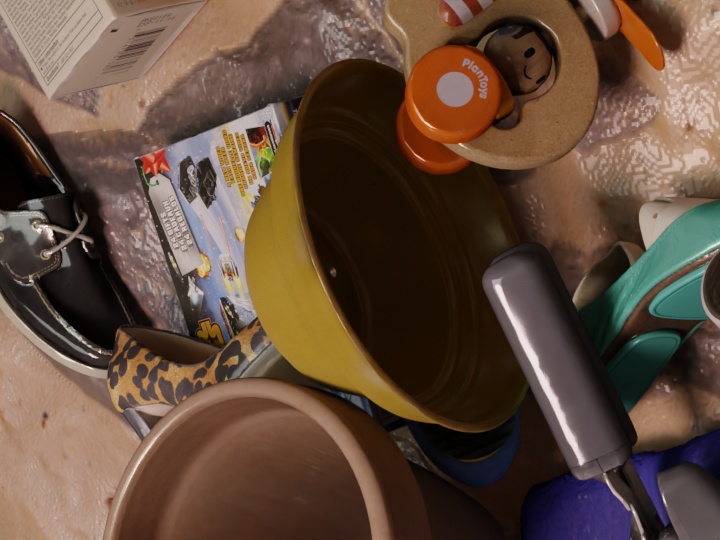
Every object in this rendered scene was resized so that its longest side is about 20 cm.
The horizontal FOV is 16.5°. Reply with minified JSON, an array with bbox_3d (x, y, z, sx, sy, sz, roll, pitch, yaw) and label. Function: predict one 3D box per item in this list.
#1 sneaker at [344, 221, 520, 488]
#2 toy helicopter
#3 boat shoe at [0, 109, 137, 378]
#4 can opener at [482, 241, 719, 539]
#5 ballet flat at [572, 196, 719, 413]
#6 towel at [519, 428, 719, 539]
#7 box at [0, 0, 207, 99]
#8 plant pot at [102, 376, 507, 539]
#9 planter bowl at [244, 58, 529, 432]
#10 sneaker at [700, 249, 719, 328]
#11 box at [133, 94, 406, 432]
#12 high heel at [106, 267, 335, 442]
[{"bbox_3d":[0.034,0.027,1.362,0.078,0.066,0.200,79,172,-70],"label":"sneaker"},{"bbox_3d":[0.074,-0.149,1.240,0.079,0.132,0.200,106,155,-77],"label":"toy helicopter"},{"bbox_3d":[-0.202,-0.018,1.580,0.200,0.072,0.068,55,138,20],"label":"boat shoe"},{"bbox_3d":[0.131,0.074,1.217,0.067,0.053,0.200,-25,95,15],"label":"can opener"},{"bbox_3d":[0.149,0.005,1.240,0.200,0.067,0.070,-48,53,41],"label":"ballet flat"},{"bbox_3d":[0.176,0.161,1.279,0.200,0.050,0.148,-22,81,47],"label":"towel"},{"bbox_3d":[-0.187,-0.214,1.494,0.095,0.078,0.200,-41,73,45],"label":"box"},{"bbox_3d":[-0.009,0.166,1.301,0.200,0.175,0.201,-10,73,38],"label":"plant pot"},{"bbox_3d":[0.000,0.000,1.265,0.083,0.200,0.201,-25,85,32],"label":"planter bowl"},{"bbox_3d":[0.264,0.006,1.134,0.200,0.085,0.073,-8,58,31],"label":"sneaker"},{"bbox_3d":[-0.051,0.009,1.459,0.137,0.040,0.200,-16,92,46],"label":"box"},{"bbox_3d":[-0.083,0.034,1.432,0.200,0.071,0.143,-55,48,32],"label":"high heel"}]
